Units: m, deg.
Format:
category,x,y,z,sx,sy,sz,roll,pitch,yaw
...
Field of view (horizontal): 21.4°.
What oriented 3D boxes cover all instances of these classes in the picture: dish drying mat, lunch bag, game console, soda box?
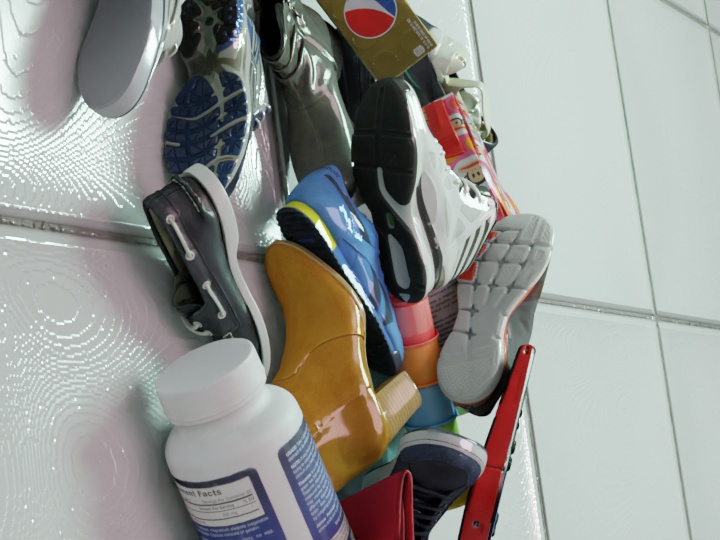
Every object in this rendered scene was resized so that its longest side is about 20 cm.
category,x,y,z,sx,sy,sz,roll,pitch,yaw
dish drying mat,-0.005,0.218,1.529,0.018,0.200,0.077,7,70,-22
lunch bag,0.103,-0.087,1.898,0.200,0.081,0.177,-103,169,-61
game console,0.121,0.189,1.700,0.201,0.031,0.178,98,13,-49
soda box,-0.016,-0.271,1.750,0.200,0.068,0.064,52,5,-19

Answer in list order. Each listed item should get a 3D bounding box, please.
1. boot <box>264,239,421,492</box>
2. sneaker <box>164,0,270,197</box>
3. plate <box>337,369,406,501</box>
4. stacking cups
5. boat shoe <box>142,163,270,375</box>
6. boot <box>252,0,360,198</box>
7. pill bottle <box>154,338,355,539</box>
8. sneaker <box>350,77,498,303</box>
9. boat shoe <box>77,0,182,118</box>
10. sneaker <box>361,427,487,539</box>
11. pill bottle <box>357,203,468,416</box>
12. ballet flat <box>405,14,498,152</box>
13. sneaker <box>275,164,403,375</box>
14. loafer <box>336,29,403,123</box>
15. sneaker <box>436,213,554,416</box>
category,x,y,z,sx,sy,sz,roll,pitch,yaw
boot,-0.051,0.084,1.601,0.144,0.071,0.202,-38,87,-34
sneaker,-0.107,-0.135,1.577,0.085,0.076,0.201,46,41,-53
plate,-0.003,0.160,1.713,0.200,0.025,0.202,33,52,-55
stacking cups,0.055,0.118,1.738,0.060,0.060,0.202,-41,119,-60
boat shoe,-0.124,0.012,1.500,0.060,0.075,0.201,-30,122,-23
boot,-0.058,-0.164,1.681,0.131,0.067,0.202,43,34,-60
pill bottle,-0.084,0.159,1.459,0.201,0.110,0.111,68,28,-20
sneaker,0.060,-0.083,1.690,0.115,0.075,0.202,-25,115,-42
boat shoe,-0.171,-0.192,1.484,0.066,0.072,0.201,43,35,-42
sneaker,0.040,0.220,1.570,0.076,0.202,0.147,20,62,-9
pill bottle,0.062,0.030,1.794,0.201,0.113,0.113,69,28,-18
ballet flat,0.093,-0.200,2.002,0.201,0.073,0.073,62,31,-28
sneaker,0.000,0.000,1.666,0.078,0.066,0.201,-47,122,-34
loafer,0.023,-0.149,1.840,0.068,0.070,0.202,-4,83,-63
sneaker,0.126,0.042,1.745,0.201,0.077,0.082,-64,152,-19
